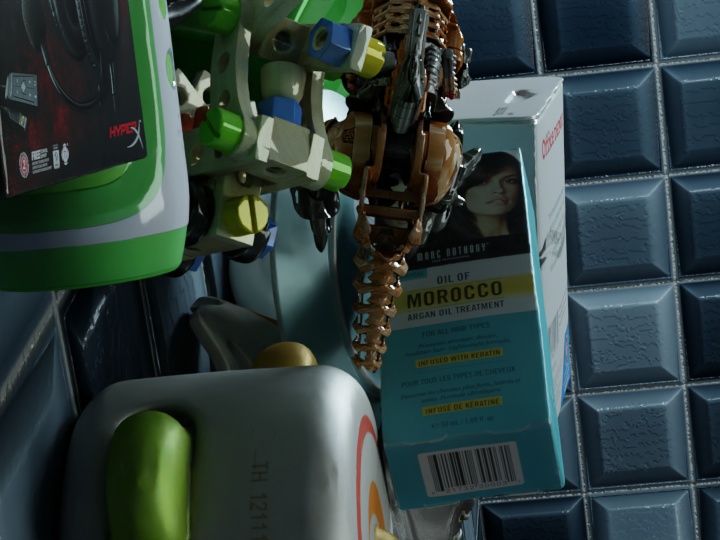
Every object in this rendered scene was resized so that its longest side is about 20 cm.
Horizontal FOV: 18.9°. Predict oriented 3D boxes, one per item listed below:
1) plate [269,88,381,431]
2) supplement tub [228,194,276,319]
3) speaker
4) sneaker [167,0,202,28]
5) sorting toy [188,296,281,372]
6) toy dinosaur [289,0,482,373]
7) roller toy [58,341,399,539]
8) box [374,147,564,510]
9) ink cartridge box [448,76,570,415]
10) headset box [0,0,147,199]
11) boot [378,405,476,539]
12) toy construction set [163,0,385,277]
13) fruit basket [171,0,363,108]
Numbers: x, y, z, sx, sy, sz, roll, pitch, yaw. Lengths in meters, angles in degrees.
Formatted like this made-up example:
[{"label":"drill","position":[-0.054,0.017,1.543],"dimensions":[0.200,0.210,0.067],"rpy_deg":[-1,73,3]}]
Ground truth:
[{"label":"plate","position":[0.000,0.000,1.165],"dimensions":[0.200,0.026,0.201],"rpy_deg":[-5,90,-69]},{"label":"supplement tub","position":[-0.007,0.040,1.435],"dimensions":[0.200,0.132,0.132],"rpy_deg":[72,14,-56]},{"label":"speaker","position":[-0.115,-0.096,0.814],"dimensions":[0.088,0.088,0.201],"rpy_deg":[-50,134,-81]},{"label":"sneaker","position":[-0.105,-0.123,0.963],"dimensions":[0.200,0.079,0.076],"rpy_deg":[-58,142,-81]},{"label":"sorting toy","position":[-0.054,0.098,1.158],"dimensions":[0.180,0.107,0.201],"rpy_deg":[38,47,-70]},{"label":"toy dinosaur","position":[0.009,-0.060,1.023],"dimensions":[0.200,0.102,0.136],"rpy_deg":[-62,-178,-12]},{"label":"roller toy","position":[-0.048,0.136,0.968],"dimensions":[0.200,0.139,0.183],"rpy_deg":[-63,147,-79]},{"label":"box","position":[0.052,0.025,1.081],"dimensions":[0.200,0.082,0.049],"rpy_deg":[-92,171,-47]},{"label":"ink cartridge box","position":[0.080,-0.009,1.317],"dimensions":[0.145,0.084,0.201],"rpy_deg":[-53,142,-72]},{"label":"headset box","position":[-0.134,-0.125,0.694],"dimensions":[0.149,0.075,0.201],"rpy_deg":[-33,117,-77]},{"label":"boot","position":[0.047,0.132,1.172],"dimensions":[0.174,0.069,0.200],"rpy_deg":[-58,141,-23]},{"label":"toy construction set","position":[-0.067,-0.066,1.004],"dimensions":[0.200,0.092,0.132],"rpy_deg":[157,-56,-66]},{"label":"fruit basket","position":[-0.054,-0.175,1.229],"dimensions":[0.216,0.155,0.216],"rpy_deg":[11,90,-75]}]
